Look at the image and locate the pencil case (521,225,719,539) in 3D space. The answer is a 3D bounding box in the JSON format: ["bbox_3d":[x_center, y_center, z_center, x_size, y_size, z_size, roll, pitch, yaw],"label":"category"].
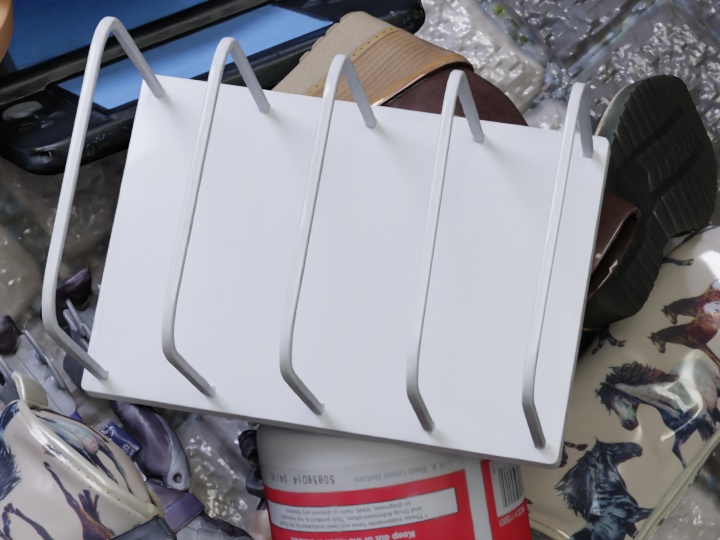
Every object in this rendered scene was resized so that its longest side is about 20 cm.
[{"bbox_3d":[0.139,0.066,1.262,0.089,0.078,0.200,35,69,17],"label":"pencil case"}]

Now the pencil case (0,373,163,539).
[{"bbox_3d":[-0.169,0.144,1.131,0.200,0.078,0.089,-49,51,8],"label":"pencil case"}]

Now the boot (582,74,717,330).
[{"bbox_3d":[0.082,-0.022,1.283,0.078,0.138,0.200,62,32,-10],"label":"boot"}]

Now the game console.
[{"bbox_3d":[-0.099,-0.140,1.256,0.200,0.176,0.117,-23,109,-16],"label":"game console"}]

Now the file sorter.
[{"bbox_3d":[-0.011,-0.013,1.069,0.200,0.125,0.139,9,78,8],"label":"file sorter"}]

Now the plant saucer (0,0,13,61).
[{"bbox_3d":[-0.254,-0.119,1.189,0.200,0.032,0.200,2,36,-1],"label":"plant saucer"}]

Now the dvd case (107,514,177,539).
[{"bbox_3d":[-0.128,0.198,1.118,0.143,0.200,0.018,-25,49,-18],"label":"dvd case"}]

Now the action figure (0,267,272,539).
[{"bbox_3d":[-0.095,0.100,1.211,0.130,0.069,0.200,-35,88,-28],"label":"action figure"}]

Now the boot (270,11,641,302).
[{"bbox_3d":[0.000,0.000,1.157,0.166,0.072,0.200,40,88,21],"label":"boot"}]

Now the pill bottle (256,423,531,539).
[{"bbox_3d":[0.024,0.153,1.177,0.112,0.112,0.200,-11,98,-15],"label":"pill bottle"}]
